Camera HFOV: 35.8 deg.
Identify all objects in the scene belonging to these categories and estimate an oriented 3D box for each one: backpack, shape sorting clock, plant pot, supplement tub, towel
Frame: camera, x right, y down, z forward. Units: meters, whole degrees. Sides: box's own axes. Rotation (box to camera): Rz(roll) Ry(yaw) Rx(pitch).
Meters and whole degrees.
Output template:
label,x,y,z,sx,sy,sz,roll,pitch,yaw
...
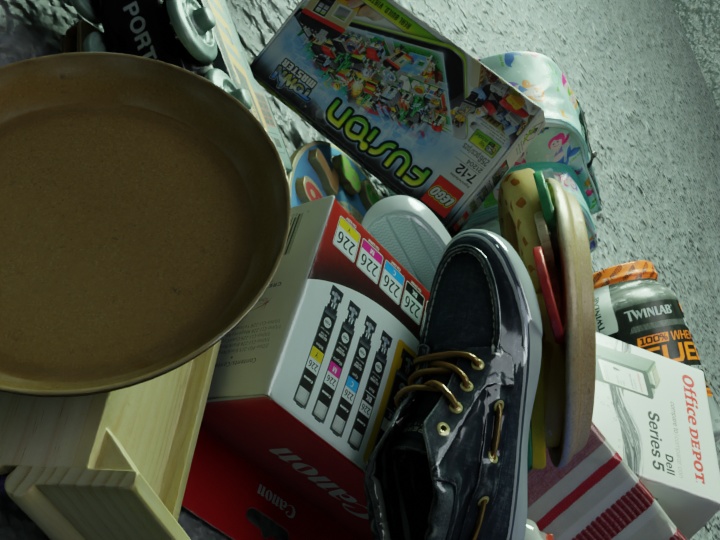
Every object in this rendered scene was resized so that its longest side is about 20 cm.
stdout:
label,x,y,z,sx,sy,sz,roll,pitch,yaw
backpack,0.106,-0.081,0.913,0.200,0.176,0.152,57,19,-58
shape sorting clock,0.000,0.000,0.819,0.200,0.039,0.202,-16,90,-70
plant pot,-0.132,-0.024,0.526,0.028,0.198,0.202,97,-6,-53
supplement tub,0.298,0.100,1.188,0.122,0.122,0.202,11,59,-57
towel,0.165,0.217,0.837,0.200,0.144,0.023,50,0,-10

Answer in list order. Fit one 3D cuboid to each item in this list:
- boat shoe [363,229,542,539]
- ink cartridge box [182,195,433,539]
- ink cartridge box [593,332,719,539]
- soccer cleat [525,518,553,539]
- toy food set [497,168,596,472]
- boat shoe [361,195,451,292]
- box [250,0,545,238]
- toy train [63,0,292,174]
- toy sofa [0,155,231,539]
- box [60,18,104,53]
label,x,y,z,sx,sy,sz,roll,pitch,yaw
boat shoe,0.052,0.071,0.626,0.090,0.070,0.203,13,74,-50
ink cartridge box,-0.009,0.090,0.671,0.200,0.083,0.177,42,51,-36
ink cartridge box,0.187,0.128,0.920,0.198,0.084,0.146,19,43,-9
soccer cleat,0.103,0.277,0.791,0.069,0.077,0.203,56,32,-84
toy food set,0.123,0.032,0.752,0.198,0.048,0.202,-74,162,-80
boat shoe,0.046,0.018,0.798,0.062,0.071,0.201,-89,162,-47
box,0.025,-0.128,0.818,0.200,0.110,0.035,39,-1,16
toy train,-0.109,-0.127,0.670,0.202,0.085,0.114,68,15,7
toy sofa,-0.118,0.041,0.562,0.083,0.096,0.202,70,23,-50
box,-0.109,-0.044,0.708,0.199,0.021,0.165,30,45,-49
